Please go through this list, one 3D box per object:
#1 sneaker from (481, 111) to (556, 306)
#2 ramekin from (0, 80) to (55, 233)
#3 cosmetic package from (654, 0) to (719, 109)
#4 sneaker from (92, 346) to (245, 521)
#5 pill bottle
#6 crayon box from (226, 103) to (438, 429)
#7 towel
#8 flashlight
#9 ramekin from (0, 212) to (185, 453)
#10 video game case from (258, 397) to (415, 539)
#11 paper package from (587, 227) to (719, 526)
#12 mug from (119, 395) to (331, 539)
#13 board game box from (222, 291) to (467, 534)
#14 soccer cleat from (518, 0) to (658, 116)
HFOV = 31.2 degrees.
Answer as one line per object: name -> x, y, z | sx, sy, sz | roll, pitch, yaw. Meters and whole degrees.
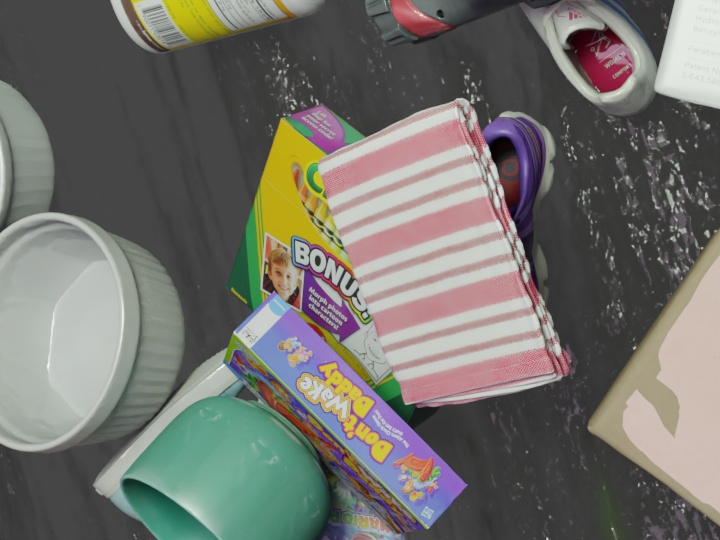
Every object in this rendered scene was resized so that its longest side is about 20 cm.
sneaker -> 0.099, -0.021, 0.988 | 0.080, 0.083, 0.202 | 5, 98, 23
ramekin -> -0.377, -0.090, 1.180 | 0.199, 0.098, 0.202 | 2, 95, 23
cosmetic package -> 0.306, -0.193, 0.838 | 0.164, 0.165, 0.202 | 17, 102, 21
sneaker -> -0.142, 0.145, 1.124 | 0.082, 0.074, 0.200 | 43, 111, -9
pill bottle -> -0.097, -0.248, 1.037 | 0.198, 0.109, 0.110 | -9, 91, 24
crayon box -> 0.000, 0.000, 0.998 | 0.200, 0.058, 0.173 | 39, 131, 21
towel -> 0.055, -0.006, 0.896 | 0.146, 0.030, 0.201 | -17, 95, 44
flashlight -> 0.084, -0.216, 0.936 | 0.199, 0.067, 0.068 | -11, 54, 56
ramekin -> -0.243, 0.056, 1.111 | 0.199, 0.105, 0.202 | -5, 80, 32
video game case -> -0.023, 0.160, 1.093 | 0.142, 0.018, 0.202 | 6, 97, 22
paper package -> 0.293, 0.081, 0.903 | 0.190, 0.103, 0.201 | 36, 108, 16
mug -> -0.107, 0.174, 1.036 | 0.184, 0.114, 0.152 | 2, 133, 54
board game box -> -0.018, 0.114, 0.992 | 0.200, 0.135, 0.045 | 45, 74, 3
soccer cleat -> 0.152, -0.202, 0.946 | 0.070, 0.086, 0.201 | -38, 80, 22
